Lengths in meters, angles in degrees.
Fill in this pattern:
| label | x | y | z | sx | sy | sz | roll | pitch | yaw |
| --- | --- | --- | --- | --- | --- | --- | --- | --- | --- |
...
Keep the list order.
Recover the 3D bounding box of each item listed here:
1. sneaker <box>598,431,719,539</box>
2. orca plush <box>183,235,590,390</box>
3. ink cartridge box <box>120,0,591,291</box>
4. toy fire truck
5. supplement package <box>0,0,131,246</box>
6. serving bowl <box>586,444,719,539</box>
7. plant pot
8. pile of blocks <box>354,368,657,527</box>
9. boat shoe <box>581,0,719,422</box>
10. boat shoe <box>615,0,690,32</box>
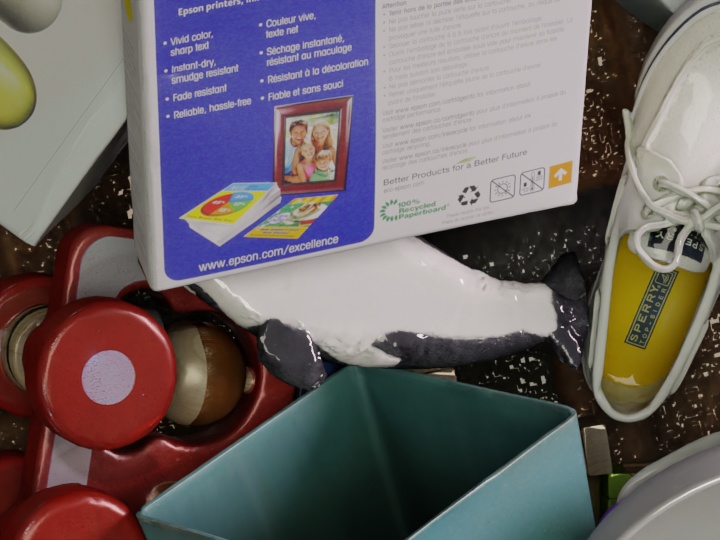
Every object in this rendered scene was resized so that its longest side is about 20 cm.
| label | x | y | z | sx | sy | sz | roll | pitch | yaw |
| --- | --- | --- | --- | --- | --- | --- | --- | --- | --- |
| sneaker | 0.135 | 0.153 | 1.260 | 0.114 | 0.073 | 0.201 | 24 | 111 | -23 |
| orca plush | 0.000 | 0.000 | 1.254 | 0.199 | 0.071 | 0.106 | -2 | 86 | -17 |
| ink cartridge box | 0.000 | -0.099 | 1.145 | 0.197 | 0.047 | 0.201 | -11 | 125 | -17 |
| toy fire truck | -0.091 | 0.084 | 1.269 | 0.167 | 0.112 | 0.201 | 9 | 92 | -27 |
| supplement package | -0.152 | -0.155 | 1.208 | 0.200 | 0.147 | 0.191 | 37 | 104 | -3 |
| serving bowl | 0.170 | 0.149 | 1.187 | 0.199 | 0.066 | 0.201 | -4 | 117 | -7 |
| plant pot | 0.022 | 0.169 | 1.226 | 0.141 | 0.141 | 0.201 | -33 | 118 | -35 |
| pile of blocks | 0.081 | 0.095 | 1.289 | 0.199 | 0.062 | 0.082 | 24 | 90 | -3 |
| boat shoe | 0.140 | -0.022 | 1.243 | 0.074 | 0.086 | 0.203 | 18 | 113 | -3 |
| boat shoe | 0.187 | -0.134 | 1.287 | 0.200 | 0.071 | 0.091 | 34 | 88 | -10 |
